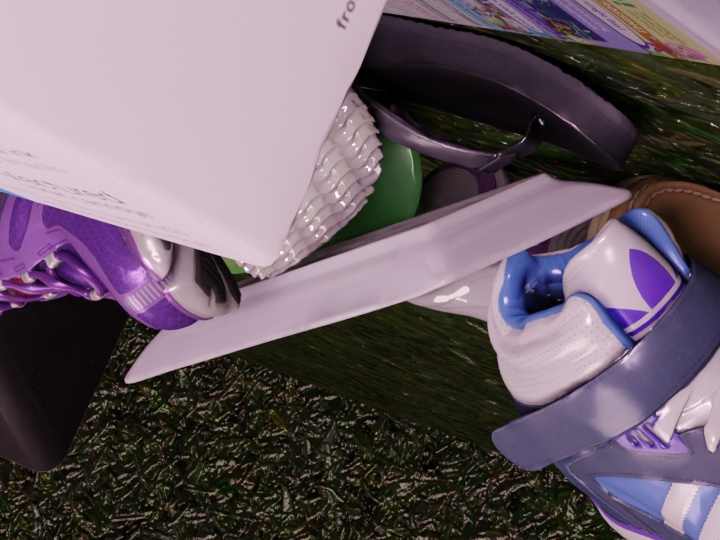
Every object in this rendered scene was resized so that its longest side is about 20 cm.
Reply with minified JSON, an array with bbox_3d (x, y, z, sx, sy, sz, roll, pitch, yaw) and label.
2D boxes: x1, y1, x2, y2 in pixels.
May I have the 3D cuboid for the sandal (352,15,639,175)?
[{"bbox_3d":[0.012,-0.065,0.930,0.199,0.043,0.076,18,173,30],"label":"sandal"}]

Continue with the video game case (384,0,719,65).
[{"bbox_3d":[-0.010,-0.113,0.697,0.181,0.022,0.199,15,170,47],"label":"video game case"}]

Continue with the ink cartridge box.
[{"bbox_3d":[-0.098,-0.112,0.426,0.147,0.146,0.200,16,171,46],"label":"ink cartridge box"}]

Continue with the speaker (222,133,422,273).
[{"bbox_3d":[-0.038,-0.039,1.135,0.088,0.089,0.200,23,174,-16],"label":"speaker"}]

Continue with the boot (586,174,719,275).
[{"bbox_3d":[0.193,0.022,0.935,0.199,0.073,0.155,34,164,-16],"label":"boot"}]

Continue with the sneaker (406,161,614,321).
[{"bbox_3d":[0.083,0.007,1.088,0.100,0.075,0.199,39,167,-35],"label":"sneaker"}]

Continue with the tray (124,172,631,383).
[{"bbox_3d":[0.000,0.000,0.956,0.107,0.022,0.199,-23,-177,-40],"label":"tray"}]

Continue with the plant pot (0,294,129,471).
[{"bbox_3d":[-0.215,-0.047,1.263,0.199,0.201,0.178,20,162,13],"label":"plant pot"}]

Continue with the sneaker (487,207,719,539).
[{"bbox_3d":[0.128,0.047,0.886,0.199,0.081,0.147,13,146,47],"label":"sneaker"}]

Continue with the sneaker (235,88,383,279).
[{"bbox_3d":[-0.061,-0.080,0.875,0.100,0.069,0.200,49,175,37],"label":"sneaker"}]

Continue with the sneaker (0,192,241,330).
[{"bbox_3d":[-0.114,-0.007,0.939,0.081,0.083,0.200,51,165,-30],"label":"sneaker"}]
